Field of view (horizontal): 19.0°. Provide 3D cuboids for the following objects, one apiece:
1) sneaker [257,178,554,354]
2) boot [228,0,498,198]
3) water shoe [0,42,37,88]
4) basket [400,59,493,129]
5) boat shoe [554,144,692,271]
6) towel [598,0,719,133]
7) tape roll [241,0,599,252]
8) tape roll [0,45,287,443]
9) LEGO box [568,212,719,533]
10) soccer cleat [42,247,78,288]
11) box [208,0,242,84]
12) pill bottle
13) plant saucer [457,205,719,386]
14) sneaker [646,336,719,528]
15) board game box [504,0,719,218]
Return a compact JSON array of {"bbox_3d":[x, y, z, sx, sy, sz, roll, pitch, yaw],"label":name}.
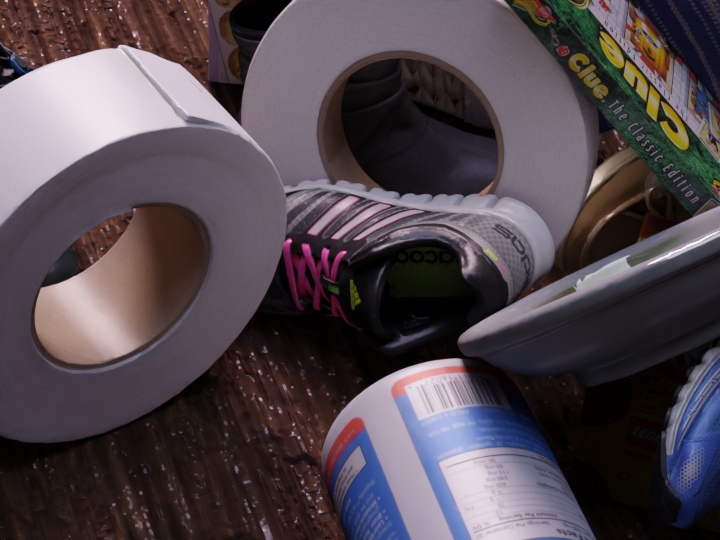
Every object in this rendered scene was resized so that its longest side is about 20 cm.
[{"bbox_3d":[0.000,0.000,1.157,0.198,0.074,0.088,1,25,20],"label":"sneaker"},{"bbox_3d":[0.020,-0.093,1.248,0.198,0.132,0.070,4,42,-3],"label":"boot"},{"bbox_3d":[-0.212,-0.097,1.265,0.198,0.079,0.072,2,44,-4],"label":"water shoe"},{"bbox_3d":[0.051,-0.233,1.357,0.160,0.199,0.201,14,44,14],"label":"basket"},{"bbox_3d":[0.199,-0.039,1.259,0.200,0.074,0.063,-18,43,-33],"label":"boat shoe"},{"bbox_3d":[0.164,-0.131,1.246,0.199,0.145,0.024,-10,53,28],"label":"towel"},{"bbox_3d":[0.032,-0.077,1.181,0.201,0.204,0.037,17,30,11],"label":"tape roll"},{"bbox_3d":[-0.137,-0.011,1.095,0.201,0.203,0.071,-22,49,-27],"label":"tape roll"},{"bbox_3d":[0.226,0.068,1.144,0.199,0.078,0.149,16,45,10],"label":"LEGO box"},{"bbox_3d":[-0.245,-0.041,1.200,0.199,0.081,0.068,25,46,19],"label":"soccer cleat"},{"bbox_3d":[-0.071,-0.184,1.285,0.041,0.200,0.039,4,59,-3],"label":"box"},{"bbox_3d":[0.060,0.148,1.017,0.111,0.113,0.201,-9,46,-15],"label":"pill bottle"},{"bbox_3d":[0.146,0.013,1.046,0.199,0.200,0.051,-24,90,-28],"label":"plant saucer"},{"bbox_3d":[0.218,0.067,1.033,0.199,0.079,0.089,-31,54,-30],"label":"sneaker"},{"bbox_3d":[0.147,-0.109,1.164,0.200,0.023,0.105,46,32,-19],"label":"board game box"}]
